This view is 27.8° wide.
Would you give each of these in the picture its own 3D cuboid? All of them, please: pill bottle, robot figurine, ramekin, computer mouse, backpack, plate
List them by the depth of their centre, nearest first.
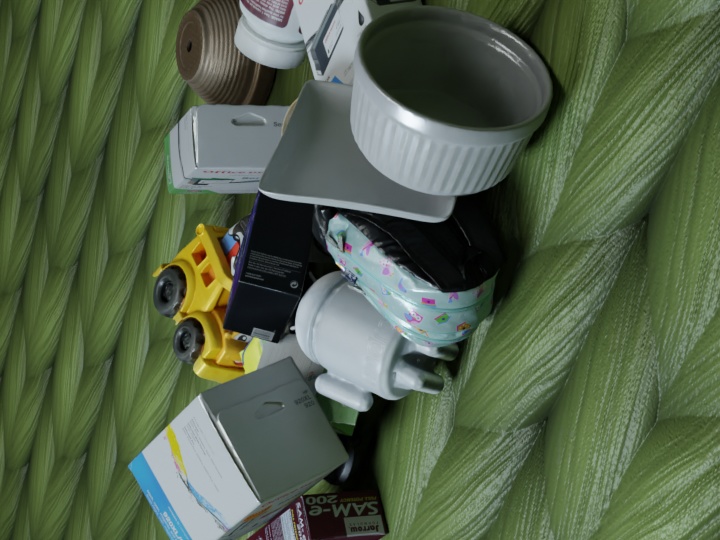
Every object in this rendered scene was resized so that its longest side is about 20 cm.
[{"bbox_3d":[0.083,-0.164,1.457,0.105,0.200,0.200,106,148,-43],"label":"ramekin"},{"bbox_3d":[0.014,-0.120,1.519,0.200,0.199,0.032,-70,-14,-47],"label":"plate"},{"bbox_3d":[0.062,-0.020,1.535,0.200,0.167,0.127,46,149,31],"label":"backpack"},{"bbox_3d":[0.009,0.070,1.622,0.200,0.113,0.170,24,88,30],"label":"robot figurine"},{"bbox_3d":[-0.035,0.181,1.817,0.200,0.046,0.141,21,98,60],"label":"computer mouse"},{"bbox_3d":[-0.086,-0.363,1.828,0.114,0.114,0.200,59,137,42],"label":"pill bottle"}]

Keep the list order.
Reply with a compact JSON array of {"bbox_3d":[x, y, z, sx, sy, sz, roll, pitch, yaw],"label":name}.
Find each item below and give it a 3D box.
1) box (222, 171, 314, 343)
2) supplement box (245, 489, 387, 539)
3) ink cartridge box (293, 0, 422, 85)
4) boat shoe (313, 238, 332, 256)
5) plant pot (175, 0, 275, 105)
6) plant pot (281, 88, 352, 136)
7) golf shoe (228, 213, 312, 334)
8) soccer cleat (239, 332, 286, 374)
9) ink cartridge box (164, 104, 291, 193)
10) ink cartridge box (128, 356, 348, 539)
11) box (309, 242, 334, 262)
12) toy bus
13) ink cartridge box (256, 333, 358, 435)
[{"bbox_3d":[-0.105,-0.013,1.724,0.200,0.079,0.141,120,165,-69],"label":"box"},{"bbox_3d":[-0.063,0.333,1.791,0.200,0.109,0.061,-44,52,50],"label":"supplement box"},{"bbox_3d":[0.003,-0.281,1.699,0.145,0.084,0.200,-49,49,48],"label":"ink cartridge box"},{"bbox_3d":[-0.034,-0.117,1.777,0.061,0.072,0.202,15,104,61],"label":"boat shoe"},{"bbox_3d":[-0.200,-0.312,2.050,0.201,0.093,0.201,3,94,61],"label":"plant pot"},{"bbox_3d":[-0.001,-0.126,1.669,0.200,0.027,0.200,20,132,23],"label":"plant pot"},{"bbox_3d":[-0.116,0.011,1.882,0.078,0.094,0.200,53,-161,-58],"label":"golf shoe"},{"bbox_3d":[-0.125,0.142,1.920,0.084,0.065,0.201,17,101,22],"label":"soccer cleat"},{"bbox_3d":[-0.167,-0.155,1.898,0.200,0.146,0.085,161,106,-73],"label":"ink cartridge box"},{"bbox_3d":[-0.143,0.222,1.702,0.145,0.147,0.200,58,137,12],"label":"ink cartridge box"},{"bbox_3d":[-0.051,-0.111,1.839,0.039,0.041,0.201,15,103,61],"label":"box"},{"bbox_3d":[-0.168,0.028,1.978,0.192,0.136,0.200,-48,50,29],"label":"toy bus"},{"bbox_3d":[-0.044,0.137,1.755,0.200,0.059,0.104,2,68,46],"label":"ink cartridge box"}]
